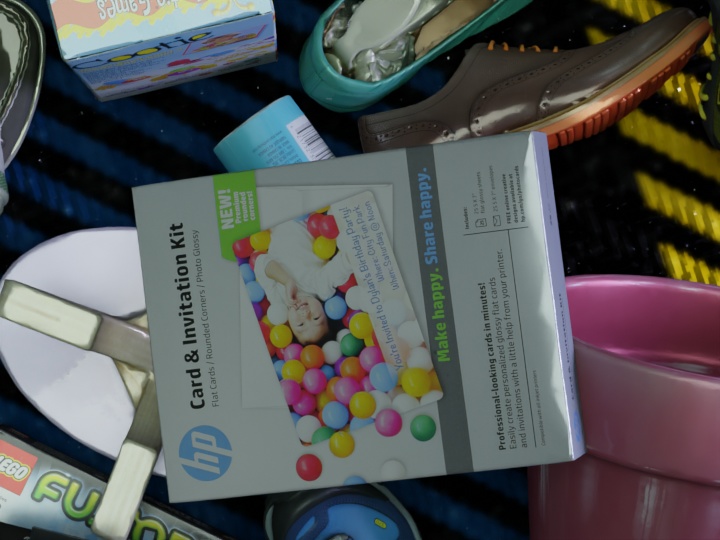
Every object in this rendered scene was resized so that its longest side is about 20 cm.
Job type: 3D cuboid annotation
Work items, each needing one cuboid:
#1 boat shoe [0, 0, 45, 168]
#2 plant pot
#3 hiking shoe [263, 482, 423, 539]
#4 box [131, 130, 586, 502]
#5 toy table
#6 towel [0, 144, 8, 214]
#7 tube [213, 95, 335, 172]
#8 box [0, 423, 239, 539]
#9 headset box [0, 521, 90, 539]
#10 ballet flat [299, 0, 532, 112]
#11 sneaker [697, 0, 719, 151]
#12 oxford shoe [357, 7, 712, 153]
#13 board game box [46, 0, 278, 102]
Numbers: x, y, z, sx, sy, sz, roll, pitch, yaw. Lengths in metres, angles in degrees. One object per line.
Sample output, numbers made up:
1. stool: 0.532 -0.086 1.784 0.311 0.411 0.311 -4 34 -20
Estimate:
1. boat shoe: -0.232 -0.058 1.233 0.072 0.060 0.202 32 88 -1
2. plant pot: 0.166 0.113 1.188 0.199 0.200 0.180 8 105 -1
3. hiking shoe: 0.019 0.182 1.187 0.074 0.087 0.200 -33 120 -5
4. box: -0.002 0.023 1.108 0.199 0.041 0.156 -7 90 15
5. toy table: -0.099 0.047 1.208 0.199 0.117 0.184 10 89 -2
6. towel: -0.261 -0.094 1.203 0.149 0.031 0.200 -12 56 0
7. tube: 0.000 0.000 1.242 0.077 0.050 0.200 -36 90 -36
8. box: -0.130 0.174 1.244 0.200 0.035 0.110 26 88 -1
9. headset box: -0.136 0.223 1.158 0.149 0.077 0.201 8 115 29
10. ballet flat: 0.051 -0.156 1.239 0.200 0.070 0.067 -39 90 -2
11. sneaker: 0.205 -0.101 1.208 0.074 0.084 0.200 -49 119 -40
12. oxford shoe: 0.093 -0.099 1.241 0.200 0.071 0.073 -28 81 -4
13. board game box: -0.103 -0.154 1.170 0.105 0.200 0.103 -13 89 -2
